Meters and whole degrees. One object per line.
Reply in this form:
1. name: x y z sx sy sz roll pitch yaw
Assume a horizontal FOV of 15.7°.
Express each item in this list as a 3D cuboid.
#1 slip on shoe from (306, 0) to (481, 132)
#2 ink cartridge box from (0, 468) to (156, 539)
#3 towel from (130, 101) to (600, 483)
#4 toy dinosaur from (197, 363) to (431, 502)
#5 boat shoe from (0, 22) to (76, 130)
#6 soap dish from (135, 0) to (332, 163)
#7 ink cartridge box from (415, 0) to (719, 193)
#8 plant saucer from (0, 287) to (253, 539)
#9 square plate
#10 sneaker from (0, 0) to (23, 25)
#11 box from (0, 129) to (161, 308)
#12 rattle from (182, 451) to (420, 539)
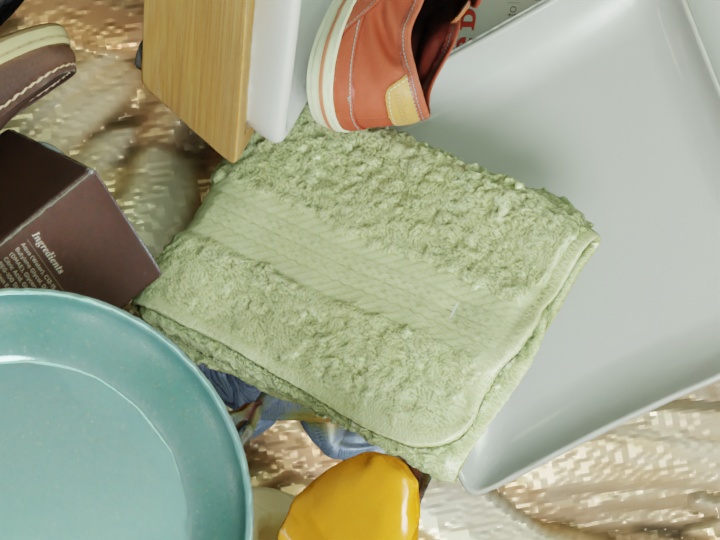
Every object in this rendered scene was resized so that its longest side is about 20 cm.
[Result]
1. slip on shoe: 0.035 -0.148 1.248 0.061 0.074 0.200 10 59 21
2. ink cartridge box: -0.142 0.189 1.212 0.128 0.125 0.201 -26 88 -16
3. towel: 0.000 0.000 1.219 0.200 0.036 0.149 24 76 28
4. toy dinosaur: -0.044 0.061 1.302 0.181 0.105 0.200 26 43 0
5. boat shoe: -0.202 -0.035 1.186 0.200 0.072 0.072 -37 90 -18
6. soap dish: -0.043 -0.175 1.206 0.081 0.200 0.158 17 47 9
7. ink cartridge box: 0.137 -0.101 1.292 0.199 0.086 0.147 4 79 24
8. plant saucer: -0.147 0.108 1.140 0.199 0.036 0.201 3 73 -9
9. square plate: 0.098 -0.023 1.234 0.198 0.028 0.201 -27 78 22
10. sneaker: -0.237 -0.120 1.192 0.200 0.072 0.083 -32 88 -24
11. box: -0.203 0.028 1.226 0.200 0.100 0.075 -42 121 -14
12. rattle: 0.021 0.138 1.211 0.200 0.130 0.143 22 110 -41
